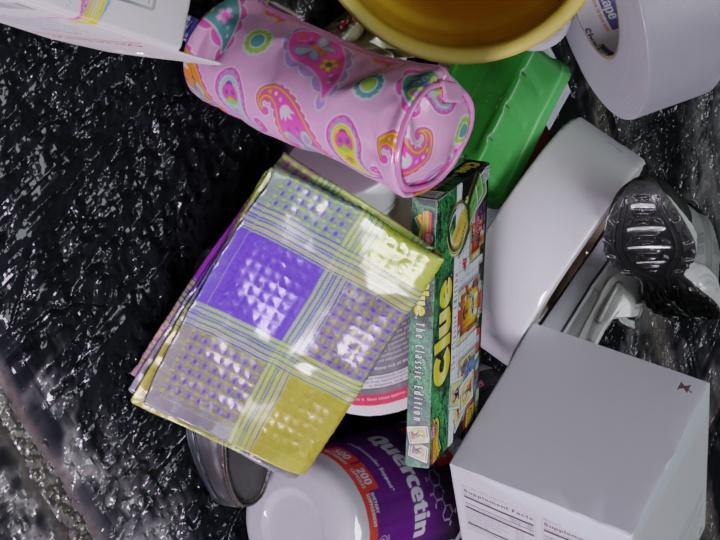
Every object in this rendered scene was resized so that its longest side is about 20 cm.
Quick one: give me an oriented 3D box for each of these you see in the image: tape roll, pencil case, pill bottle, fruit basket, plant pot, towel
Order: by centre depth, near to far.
[{"bbox_3d":[-0.025,-0.118,1.059,0.087,0.199,0.088,-33,137,-37],"label":"pencil case"},{"bbox_3d":[-0.050,0.038,1.107,0.143,0.023,0.201,31,104,-15],"label":"towel"},{"bbox_3d":[0.069,-0.255,1.126,0.189,0.199,0.202,-81,174,-74],"label":"plant pot"},{"bbox_3d":[0.000,0.000,1.187,0.111,0.110,0.201,-46,142,-34],"label":"pill bottle"},{"bbox_3d":[0.198,-0.216,1.208,0.066,0.201,0.201,-19,124,-6],"label":"tape roll"},{"bbox_3d":[0.011,0.181,1.278,0.199,0.112,0.113,-9,109,-52],"label":"pill bottle"},{"bbox_3d":[0.150,-0.024,1.350,0.203,0.071,0.203,-53,170,-14],"label":"tape roll"},{"bbox_3d":[0.110,-0.110,1.352,0.186,0.093,0.200,-63,162,-7],"label":"fruit basket"}]

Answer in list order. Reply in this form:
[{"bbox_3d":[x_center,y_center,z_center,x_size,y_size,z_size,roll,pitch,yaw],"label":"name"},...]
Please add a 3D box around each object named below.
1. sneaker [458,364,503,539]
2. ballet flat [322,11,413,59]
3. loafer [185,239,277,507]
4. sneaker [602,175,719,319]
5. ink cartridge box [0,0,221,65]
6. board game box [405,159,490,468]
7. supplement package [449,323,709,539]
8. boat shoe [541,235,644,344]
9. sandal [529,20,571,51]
[{"bbox_3d":[0.091,0.172,1.398,0.079,0.095,0.202,-3,105,-54],"label":"sneaker"},{"bbox_3d":[0.009,-0.161,1.201,0.200,0.064,0.076,-48,133,-33],"label":"ballet flat"},{"bbox_3d":[-0.078,0.080,1.160,0.073,0.072,0.202,-25,121,-48],"label":"loafer"},{"bbox_3d":[0.244,-0.029,1.311,0.200,0.073,0.080,47,48,-57],"label":"sneaker"},{"bbox_3d":[-0.172,-0.170,0.912,0.199,0.117,0.068,12,90,-54],"label":"ink cartridge box"},{"bbox_3d":[0.062,0.030,1.176,0.105,0.023,0.202,-35,130,-57],"label":"board game box"},{"bbox_3d":[0.176,0.178,1.287,0.152,0.150,0.201,-55,151,-32],"label":"supplement package"},{"bbox_3d":[0.208,0.024,1.384,0.201,0.066,0.072,-54,170,-5],"label":"boat shoe"},{"bbox_3d":[0.097,-0.261,1.261,0.082,0.050,0.204,-20,89,-10],"label":"sandal"}]
